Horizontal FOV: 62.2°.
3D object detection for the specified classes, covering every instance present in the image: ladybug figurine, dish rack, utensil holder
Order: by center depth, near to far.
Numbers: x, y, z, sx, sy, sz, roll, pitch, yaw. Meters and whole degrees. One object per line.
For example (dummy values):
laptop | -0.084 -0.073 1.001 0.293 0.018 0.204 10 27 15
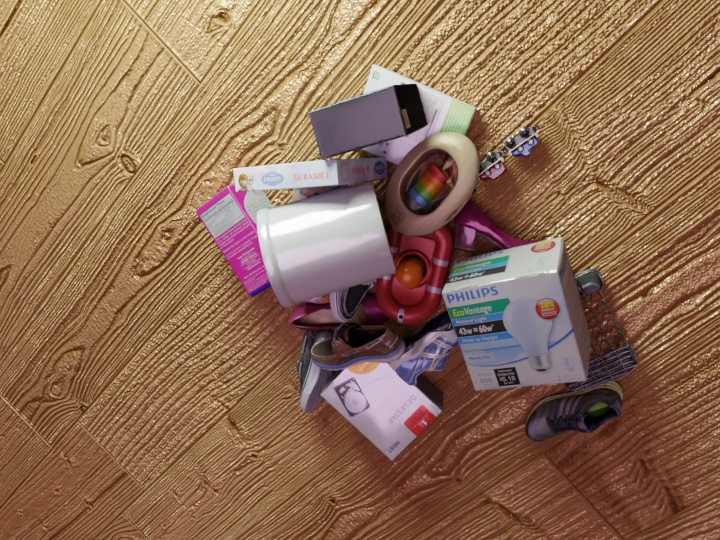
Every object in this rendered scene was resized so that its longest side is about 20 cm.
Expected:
utensil holder | -0.054 -0.047 0.999 0.197 0.170 0.173 -16 104 5
ladybug figurine | 0.124 -0.143 1.021 0.200 0.072 0.136 -45 74 22
dish rack | 0.402 0.117 1.085 0.152 0.055 0.202 -27 100 24

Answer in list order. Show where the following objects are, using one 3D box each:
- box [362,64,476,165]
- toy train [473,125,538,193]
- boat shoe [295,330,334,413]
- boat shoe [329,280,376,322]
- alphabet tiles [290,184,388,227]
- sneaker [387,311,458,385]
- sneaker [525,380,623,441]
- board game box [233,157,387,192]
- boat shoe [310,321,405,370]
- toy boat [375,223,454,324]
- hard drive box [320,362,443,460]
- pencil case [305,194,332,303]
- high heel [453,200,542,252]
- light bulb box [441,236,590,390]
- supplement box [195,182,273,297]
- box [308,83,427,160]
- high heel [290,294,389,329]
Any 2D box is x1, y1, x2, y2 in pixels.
box | 0.088 -0.257 1.060 0.197 0.036 0.146 26 113 8
toy train | 0.229 -0.180 1.036 0.199 0.034 0.046 -37 87 18
boat shoe | -0.101 0.204 1.257 0.070 0.072 0.203 29 116 29
boat shoe | 0.002 0.000 1.107 0.068 0.073 0.203 13 82 47
alphabet tiles | -0.050 -0.092 1.170 0.197 0.006 0.169 22 113 8
sneaker | 0.146 0.141 1.138 0.198 0.076 0.078 -33 97 4
sneaker | 0.398 0.272 1.121 0.199 0.081 0.074 -35 96 23
board game box | -0.080 -0.166 1.028 0.197 0.199 0.042 0 101 27
boat shoe | -0.016 0.133 1.119 0.197 0.073 0.073 -13 129 25
toy boat | 0.092 0.002 1.085 0.128 0.131 0.204 14 105 11
hard drive box | 0.045 0.251 1.207 0.199 0.077 0.156 41 105 -2
pencil case | -0.077 -0.040 1.129 0.086 0.087 0.204 5 98 14
high heel | 0.264 -0.073 1.060 0.196 0.067 0.098 9 88 2
light bulb box | 0.266 0.077 1.008 0.195 0.125 0.203 -12 111 28
supplement box | -0.212 -0.068 1.170 0.102 0.101 0.202 -27 98 27
box | 0.019 -0.242 0.956 0.139 0.200 0.080 -15 103 19
high heel | -0.037 0.094 1.170 0.196 0.096 0.069 -5 106 18
